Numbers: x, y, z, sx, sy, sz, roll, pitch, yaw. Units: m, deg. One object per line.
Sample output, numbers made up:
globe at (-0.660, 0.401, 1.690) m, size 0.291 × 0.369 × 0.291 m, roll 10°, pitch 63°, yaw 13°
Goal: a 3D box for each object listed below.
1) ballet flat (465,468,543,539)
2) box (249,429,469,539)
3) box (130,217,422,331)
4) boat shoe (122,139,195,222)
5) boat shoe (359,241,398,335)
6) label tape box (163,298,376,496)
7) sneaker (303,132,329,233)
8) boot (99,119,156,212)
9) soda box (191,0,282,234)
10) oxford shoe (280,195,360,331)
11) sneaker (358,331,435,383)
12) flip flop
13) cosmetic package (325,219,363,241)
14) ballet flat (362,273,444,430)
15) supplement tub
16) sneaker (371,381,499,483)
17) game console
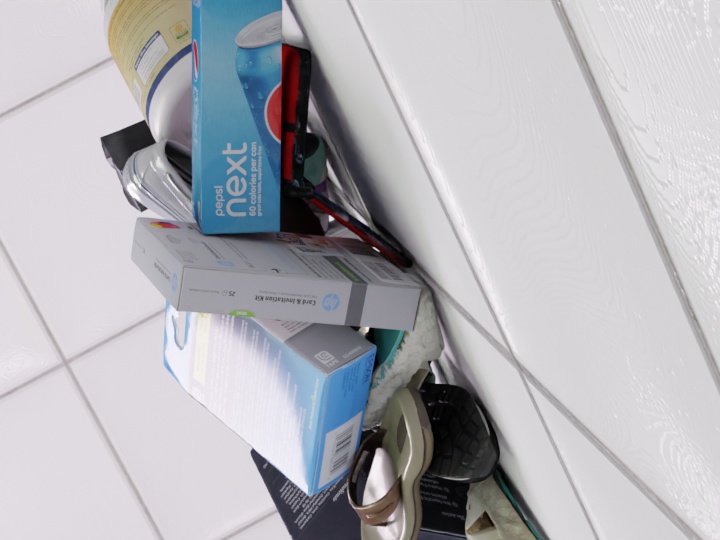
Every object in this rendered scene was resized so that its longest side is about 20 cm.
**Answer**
ballet flat at (0.123, 0.234, 1.607) m, size 0.068 × 0.062 × 0.200 m, roll 65°, pitch 175°, yaw -30°
box at (0.026, 0.223, 1.769) m, size 0.196 × 0.118 × 0.201 m, roll 17°, pitch -150°, yaw -41°
box at (-0.070, 0.002, 1.464) m, size 0.156 × 0.198 × 0.042 m, roll -143°, pitch 62°, yaw -64°
boat shoe at (-0.125, -0.054, 1.688) m, size 0.199 × 0.067 × 0.074 m, roll 27°, pitch -125°, yaw -30°
boat shoe at (-0.002, 0.001, 1.668) m, size 0.201 × 0.072 × 0.064 m, roll -130°, pitch 25°, yaw -67°
label tape box at (-0.083, 0.076, 1.569) m, size 0.200 × 0.066 × 0.144 m, roll 38°, pitch 137°, yaw 30°
sneaker at (-0.080, -0.085, 1.816) m, size 0.200 × 0.077 × 0.141 m, roll -123°, pitch 22°, yaw -60°
boot at (-0.203, -0.182, 2.050) m, size 0.166 × 0.199 × 0.066 m, roll 63°, pitch 176°, yaw -5°
soda box at (-0.100, -0.134, 1.471) m, size 0.064 × 0.067 × 0.202 m, roll -131°, pitch 41°, yaw -71°
oxford shoe at (-0.066, -0.005, 1.621) m, size 0.071 × 0.071 × 0.201 m, roll 10°, pitch -138°, yaw -40°
sneaker at (-0.018, 0.076, 1.728) m, size 0.118 × 0.199 × 0.074 m, roll 54°, pitch 130°, yaw 47°
flip flop at (0.019, 0.177, 1.555) m, size 0.201 × 0.057 × 0.081 m, roll 102°, pitch 148°, yaw -48°
cosmetic package at (-0.019, -0.007, 1.916) m, size 0.200 × 0.050 × 0.083 m, roll -151°, pitch 37°, yaw -83°
ballet flat at (0.033, 0.069, 1.546) m, size 0.072 × 0.071 × 0.201 m, roll 60°, pitch 146°, yaw 23°
supplement tub at (-0.161, -0.212, 1.734) m, size 0.201 × 0.143 × 0.145 m, roll 59°, pitch 175°, yaw 37°
sneaker at (0.086, 0.143, 1.600) m, size 0.087 × 0.076 × 0.200 m, roll 28°, pitch 180°, yaw -26°
game console at (-0.020, -0.104, 1.568) m, size 0.200 × 0.117 × 0.174 m, roll -139°, pitch 53°, yaw -77°
